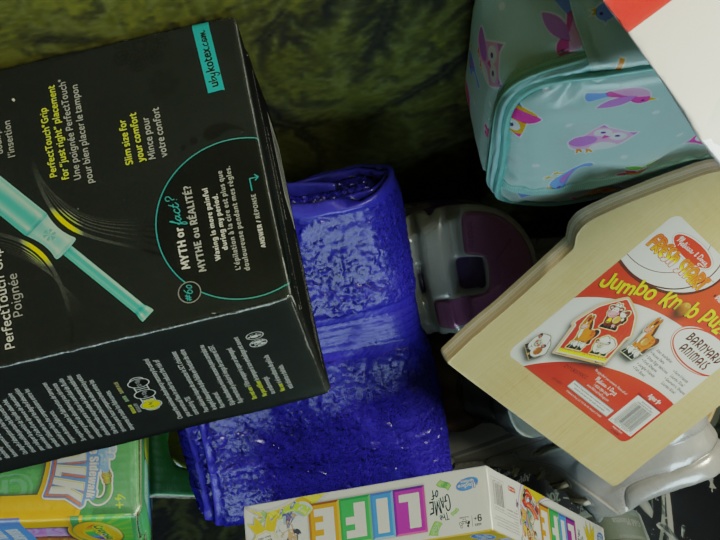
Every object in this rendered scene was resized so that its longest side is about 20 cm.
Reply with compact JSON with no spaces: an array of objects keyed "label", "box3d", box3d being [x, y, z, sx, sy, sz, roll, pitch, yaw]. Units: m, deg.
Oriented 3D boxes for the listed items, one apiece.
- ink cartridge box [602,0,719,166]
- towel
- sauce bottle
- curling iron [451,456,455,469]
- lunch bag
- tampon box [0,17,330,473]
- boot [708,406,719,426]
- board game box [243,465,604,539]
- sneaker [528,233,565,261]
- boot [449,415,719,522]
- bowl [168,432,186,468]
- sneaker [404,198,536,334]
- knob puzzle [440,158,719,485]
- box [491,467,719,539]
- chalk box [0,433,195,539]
[{"label":"ink cartridge box","box3d":[0.181,-0.125,0.978,0.161,0.050,0.200,-37,124,9]},{"label":"towel","box3d":[-0.037,0.044,1.269,0.148,0.050,0.200,-6,121,12]},{"label":"sauce bottle","box3d":[0.035,0.053,1.349,0.065,0.065,0.200,4,-175,-33]},{"label":"curling iron","box3d":[-0.039,0.071,1.375,0.200,0.026,0.050,27,161,13]},{"label":"lunch bag","box3d":[0.152,-0.095,1.165,0.200,0.077,0.160,-10,157,-5]},{"label":"tampon box","box3d":[-0.131,-0.006,1.139,0.200,0.150,0.126,-13,156,2]},{"label":"boot","box3d":[0.158,0.030,1.390,0.138,0.077,0.200,19,101,-52]},{"label":"board game box","box3d":[0.040,0.148,1.319,0.134,0.034,0.200,-11,161,20]},{"label":"sneaker","box3d":[0.071,0.051,1.459,0.077,0.085,0.200,2,153,-29]},{"label":"boot","box3d":[0.106,0.104,1.377,0.200,0.096,0.074,-20,-164,36]},{"label":"bowl","box3d":[-0.025,0.118,1.514,0.108,0.200,0.200,-56,156,-8]},{"label":"sneaker","box3d":[0.000,0.000,1.326,0.200,0.081,0.088,-5,-166,12]},{"label":"knob puzzle","box3d":[0.157,0.008,1.238,0.220,0.030,0.220,-16,137,-15]},{"label":"box","box3d":[0.158,0.199,1.709,0.200,0.197,0.124,10,149,-43]},{"label":"chalk box","box3d":[-0.174,0.098,1.368,0.200,0.125,0.124,-3,158,-3]}]
